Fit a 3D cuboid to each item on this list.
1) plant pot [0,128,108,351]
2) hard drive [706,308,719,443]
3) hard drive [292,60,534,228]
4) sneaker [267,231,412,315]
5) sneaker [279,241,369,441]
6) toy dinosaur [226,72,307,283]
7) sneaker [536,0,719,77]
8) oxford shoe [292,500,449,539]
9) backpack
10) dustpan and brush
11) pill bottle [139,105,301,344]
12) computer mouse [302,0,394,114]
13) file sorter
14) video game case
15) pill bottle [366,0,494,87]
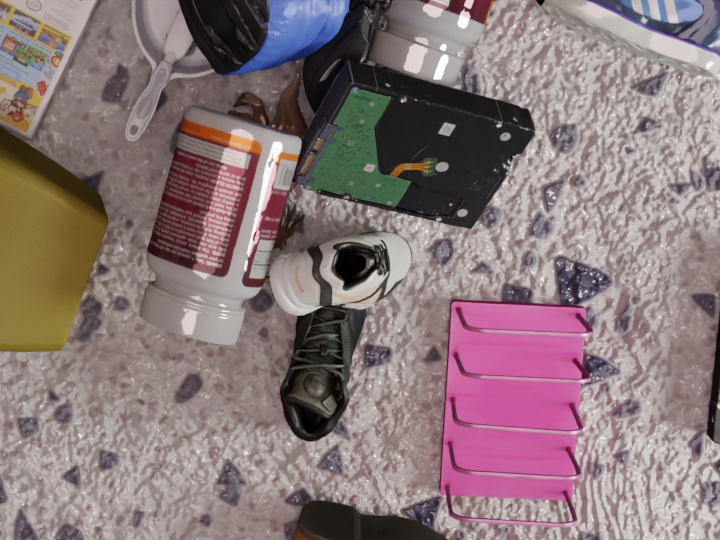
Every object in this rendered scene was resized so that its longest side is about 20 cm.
[{"bbox_3d":[-0.346,-0.027,1.660,0.175,0.200,0.202,19,98,-15],"label":"plant pot"},{"bbox_3d":[0.431,0.079,1.766,0.138,0.038,0.203,3,100,-2],"label":"hard drive"},{"bbox_3d":[0.048,-0.118,1.660,0.198,0.038,0.140,11,133,-24],"label":"hard drive"},{"bbox_3d":[0.000,0.000,1.669,0.079,0.199,0.075,-18,90,35],"label":"sneaker"},{"bbox_3d":[-0.034,0.075,1.717,0.075,0.114,0.202,12,96,-5],"label":"sneaker"},{"bbox_3d":[-0.092,-0.091,1.705,0.135,0.086,0.201,35,92,-6],"label":"toy dinosaur"},{"bbox_3d":[0.284,-0.288,1.689,0.198,0.081,0.148,21,90,-1],"label":"sneaker"},{"bbox_3d":[0.024,0.297,1.786,0.198,0.072,0.072,19,126,-4],"label":"oxford shoe"},{"bbox_3d":[-0.086,-0.292,1.612,0.166,0.162,0.202,-13,80,-29],"label":"backpack"},{"bbox_3d":[-0.178,-0.218,1.692,0.139,0.057,0.201,27,97,-5],"label":"dustpan and brush"},{"bbox_3d":[-0.133,-0.041,1.608,0.113,0.114,0.202,16,95,-4],"label":"pill bottle"},{"bbox_3d":[-0.015,-0.248,1.668,0.046,0.141,0.201,16,138,-14],"label":"computer mouse"},{"bbox_3d":[0.156,0.142,1.724,0.137,0.125,0.203,3,99,-1],"label":"file sorter"},{"bbox_3d":[-0.371,-0.254,1.702,0.198,0.023,0.183,27,97,-6],"label":"video game case"},{"bbox_3d":[0.080,-0.284,1.663,0.108,0.110,0.202,18,98,-4],"label":"pill bottle"}]
